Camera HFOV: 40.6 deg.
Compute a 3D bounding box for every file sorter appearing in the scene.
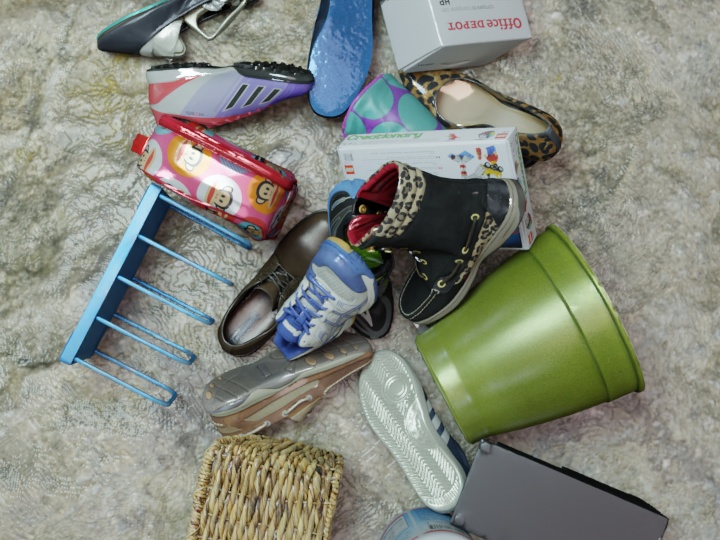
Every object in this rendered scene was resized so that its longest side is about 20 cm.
[{"bbox_3d":[-0.212,0.028,1.050,0.122,0.139,0.202,27,86,-6],"label":"file sorter"}]

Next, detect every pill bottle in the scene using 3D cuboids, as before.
[{"bbox_3d":[0.073,0.310,1.019,0.107,0.200,0.110,0,87,-3],"label":"pill bottle"}]

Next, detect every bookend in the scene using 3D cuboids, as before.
[{"bbox_3d":[0.207,0.258,1.050,0.198,0.199,0.093,22,86,9],"label":"bookend"}]

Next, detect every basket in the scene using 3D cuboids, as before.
[{"bbox_3d":[-0.107,0.280,1.040,0.147,0.143,0.202,11,89,0],"label":"basket"}]

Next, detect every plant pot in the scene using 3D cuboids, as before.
[{"bbox_3d":[0.168,0.085,1.047,0.192,0.200,0.202,-28,89,2],"label":"plant pot"}]

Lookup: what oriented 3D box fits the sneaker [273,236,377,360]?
[{"bbox_3d":[-0.042,0.040,1.003,0.088,0.200,0.075,-39,76,-24],"label":"sneaker"}]

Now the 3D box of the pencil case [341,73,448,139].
[{"bbox_3d":[0.069,-0.124,1.098,0.200,0.085,0.093,43,90,-1],"label":"pencil case"}]

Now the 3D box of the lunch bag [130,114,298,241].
[{"bbox_3d":[-0.157,-0.100,1.027,0.175,0.200,0.083,25,91,-2],"label":"lunch bag"}]

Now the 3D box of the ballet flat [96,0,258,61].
[{"bbox_3d":[-0.199,-0.282,1.099,0.199,0.073,0.074,-32,89,-6],"label":"ballet flat"}]

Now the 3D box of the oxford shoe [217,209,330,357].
[{"bbox_3d":[-0.084,0.015,1.083,0.072,0.084,0.201,36,84,1],"label":"oxford shoe"}]

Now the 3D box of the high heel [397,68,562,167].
[{"bbox_3d":[0.131,-0.186,1.075,0.199,0.143,0.072,32,86,-1],"label":"high heel"}]

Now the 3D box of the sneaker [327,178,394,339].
[{"bbox_3d":[0.000,0.000,1.059,0.070,0.083,0.201,-10,127,-4],"label":"sneaker"}]

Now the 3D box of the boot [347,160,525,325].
[{"bbox_3d":[0.054,-0.027,0.968,0.149,0.200,0.074,10,48,-31],"label":"boot"}]

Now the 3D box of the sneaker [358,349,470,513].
[{"bbox_3d":[0.064,0.183,1.091,0.075,0.084,0.201,-32,61,11],"label":"sneaker"}]

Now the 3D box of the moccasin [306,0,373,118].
[{"bbox_3d":[-0.016,-0.269,1.110,0.080,0.068,0.202,15,88,-10],"label":"moccasin"}]

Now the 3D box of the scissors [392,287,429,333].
[{"bbox_3d":[0.095,0.108,1.123,0.199,0.014,0.073,39,86,-2],"label":"scissors"}]

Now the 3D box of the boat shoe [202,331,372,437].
[{"bbox_3d":[-0.077,0.129,1.091,0.198,0.076,0.072,-20,118,-12],"label":"boat shoe"}]

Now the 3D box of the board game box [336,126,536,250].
[{"bbox_3d":[0.080,-0.085,1.037,0.198,0.035,0.127,2,124,30],"label":"board game box"}]

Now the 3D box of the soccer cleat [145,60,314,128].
[{"bbox_3d":[-0.144,-0.194,1.085,0.198,0.068,0.074,2,106,15],"label":"soccer cleat"}]

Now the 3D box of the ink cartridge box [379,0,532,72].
[{"bbox_3d":[0.093,-0.333,1.082,0.143,0.084,0.202,-14,89,-35],"label":"ink cartridge box"}]
